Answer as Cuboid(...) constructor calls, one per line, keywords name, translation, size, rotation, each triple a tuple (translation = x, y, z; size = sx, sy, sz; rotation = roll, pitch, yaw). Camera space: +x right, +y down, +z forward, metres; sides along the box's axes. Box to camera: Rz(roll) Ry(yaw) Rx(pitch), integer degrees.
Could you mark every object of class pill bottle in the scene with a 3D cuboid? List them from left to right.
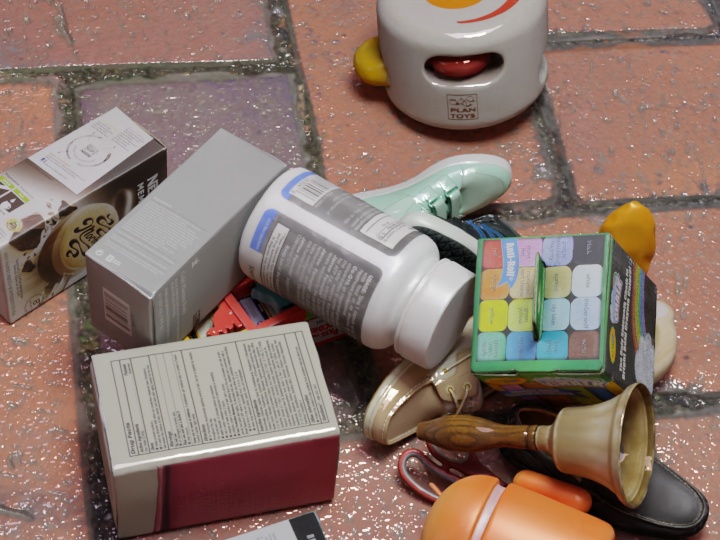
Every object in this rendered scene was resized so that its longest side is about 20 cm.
Cuboid(name="pill bottle", translation=(0.000, 0.000, 1.516), size=(0.199, 0.114, 0.114), rotation=(30, 53, 18))

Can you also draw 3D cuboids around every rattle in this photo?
Cuboid(name="rattle", translation=(0.234, 0.060, 1.561), size=(0.130, 0.143, 0.200), rotation=(34, 48, 5))

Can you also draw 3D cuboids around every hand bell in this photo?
Cuboid(name="hand bell", translation=(0.142, 0.143, 1.438), size=(0.199, 0.104, 0.104), rotation=(1, 45, 27))

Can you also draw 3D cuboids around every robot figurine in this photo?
Cuboid(name="robot figurine", translation=(0.135, 0.242, 1.408), size=(0.199, 0.117, 0.145), rotation=(21, 89, 12))

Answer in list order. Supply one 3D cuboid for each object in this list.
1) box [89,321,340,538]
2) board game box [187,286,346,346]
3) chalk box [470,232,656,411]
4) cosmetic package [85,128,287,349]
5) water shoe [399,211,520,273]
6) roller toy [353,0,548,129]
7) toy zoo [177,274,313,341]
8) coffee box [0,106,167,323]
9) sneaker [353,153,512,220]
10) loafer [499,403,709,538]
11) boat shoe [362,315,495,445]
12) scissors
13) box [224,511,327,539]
Cuboid(name="box", translation=(-0.128, 0.139, 1.475), size=(0.199, 0.109, 0.128), rotation=(-9, 51, -12))
Cuboid(name="board game box", translation=(-0.110, 0.019, 1.622), size=(0.199, 0.046, 0.152), rotation=(-18, 53, -19))
Cuboid(name="chalk box", translation=(0.171, 0.043, 1.460), size=(0.123, 0.200, 0.126), rotation=(-2, 72, 26))
Cuboid(name="cosmetic package", translation=(-0.155, -0.024, 1.527), size=(0.090, 0.107, 0.200), rotation=(31, 56, 21))
Cuboid(name="water shoe", translation=(0.106, -0.018, 1.617), size=(0.199, 0.071, 0.079), rotation=(28, 41, -33))
Cuboid(name="roller toy", translation=(0.109, -0.244, 1.808), size=(0.200, 0.140, 0.182), rotation=(-34, 49, -26))
Cuboid(name="toy zoo", translation=(-0.129, 0.019, 1.575), size=(0.199, 0.021, 0.131), rotation=(-26, 57, -24))
Cuboid(name="coffee box", translation=(-0.286, -0.056, 1.628), size=(0.200, 0.113, 0.080), rotation=(-36, 60, -29))
Cuboid(name="sneaker", translation=(0.074, -0.040, 1.669), size=(0.199, 0.074, 0.118), rotation=(-19, 46, -8))
Cuboid(name="loafer", translation=(0.214, 0.177, 1.484), size=(0.199, 0.072, 0.073), rotation=(22, 72, 11))
Cuboid(name="boat shoe", translation=(0.088, 0.103, 1.549), size=(0.069, 0.074, 0.200), rotation=(35, 54, 30))
Cuboid(name="scissors", translation=(0.127, 0.208, 1.501), size=(0.200, 0.014, 0.073), rotation=(35, 79, 6))
Cuboid(name="box", translation=(-0.116, 0.274, 1.399), size=(0.199, 0.049, 0.083), rotation=(-15, 53, -17))
